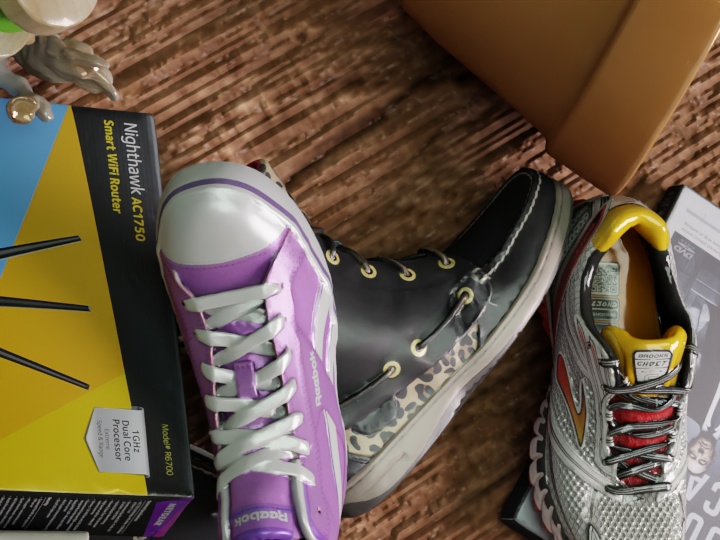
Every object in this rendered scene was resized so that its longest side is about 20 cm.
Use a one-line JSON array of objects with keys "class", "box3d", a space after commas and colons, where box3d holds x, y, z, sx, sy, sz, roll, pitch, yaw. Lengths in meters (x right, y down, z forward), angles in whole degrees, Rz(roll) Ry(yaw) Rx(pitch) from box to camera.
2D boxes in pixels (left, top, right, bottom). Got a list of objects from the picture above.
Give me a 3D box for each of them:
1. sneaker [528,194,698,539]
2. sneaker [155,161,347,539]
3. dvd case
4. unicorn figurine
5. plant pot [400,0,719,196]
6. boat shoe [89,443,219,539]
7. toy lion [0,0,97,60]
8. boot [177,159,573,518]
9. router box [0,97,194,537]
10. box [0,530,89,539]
[{"class": "sneaker", "box3d": [0.126, 0.061, 1.207, 0.077, 0.082, 0.201, -6, 86, -16]}, {"class": "sneaker", "box3d": [-0.042, 0.057, 1.075, 0.072, 0.115, 0.201, -12, 122, 8]}, {"class": "dvd case", "box3d": [0.179, 0.079, 1.281, 0.150, 0.025, 0.201, 32, 76, -15]}, {"class": "unicorn figurine", "box3d": [-0.211, -0.129, 1.107, 0.074, 0.137, 0.200, -49, 125, 3]}, {"class": "plant pot", "box3d": [0.110, -0.156, 1.193, 0.140, 0.200, 0.201, 28, 77, 0]}, {"class": "boat shoe", "box3d": [-0.126, 0.099, 1.144, 0.199, 0.060, 0.074, 23, 79, -18]}, {"class": "toy lion", "box3d": [-0.202, -0.167, 0.985, 0.191, 0.068, 0.201, 4, 78, -43]}, {"class": "boot", "box3d": [0.000, 0.000, 1.194, 0.150, 0.073, 0.200, 40, 81, -16]}, {"class": "router box", "box3d": [-0.159, 0.017, 1.099, 0.148, 0.051, 0.201, 4, 59, -23]}, {"class": "box", "box3d": [-0.219, 0.156, 1.064, 0.199, 0.095, 0.078, 1, 76, -8]}]
